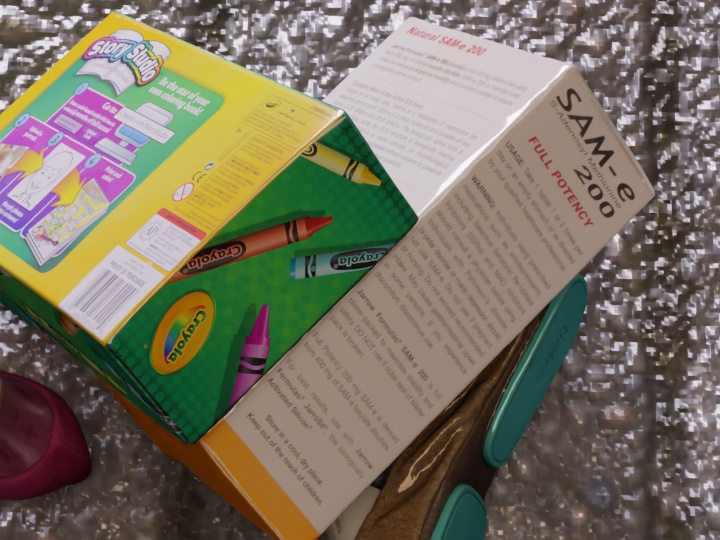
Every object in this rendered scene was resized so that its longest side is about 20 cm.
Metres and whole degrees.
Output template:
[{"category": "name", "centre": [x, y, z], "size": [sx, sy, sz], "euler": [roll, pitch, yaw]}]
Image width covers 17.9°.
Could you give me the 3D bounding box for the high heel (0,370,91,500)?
[{"category": "high heel", "centre": [-0.208, 0.055, 0.929], "size": [0.199, 0.096, 0.068], "euler": [15, 73, 24]}]

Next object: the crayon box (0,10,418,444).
[{"category": "crayon box", "centre": [-0.081, -0.024, 0.875], "size": [0.119, 0.200, 0.058], "euler": [-44, 123, -11]}]

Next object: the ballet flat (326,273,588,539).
[{"category": "ballet flat", "centre": [0.025, 0.076, 0.918], "size": [0.072, 0.068, 0.201], "euler": [16, 74, 23]}]

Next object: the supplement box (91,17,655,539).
[{"category": "supplement box", "centre": [0.000, 0.000, 0.894], "size": [0.200, 0.126, 0.074], "euler": [-44, 121, -11]}]
